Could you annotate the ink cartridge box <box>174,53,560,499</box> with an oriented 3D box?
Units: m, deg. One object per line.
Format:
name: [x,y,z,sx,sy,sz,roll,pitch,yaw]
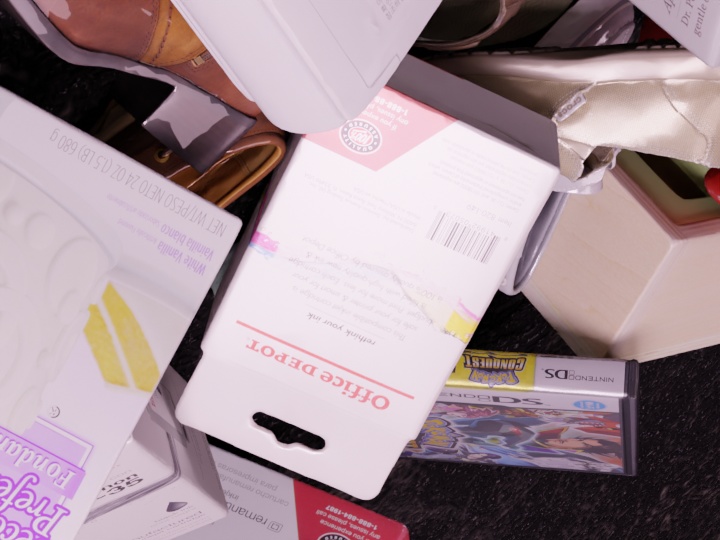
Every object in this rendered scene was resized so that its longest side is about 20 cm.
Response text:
ink cartridge box: [0.000,0.000,0.983,0.068,0.116,0.200,-84,-159,-66]

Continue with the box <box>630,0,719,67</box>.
box: [0.216,-0.230,0.966,0.200,0.131,0.199,-21,141,-30]

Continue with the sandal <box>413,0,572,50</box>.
sandal: [0.036,-0.134,0.984,0.201,0.057,0.080,-1,133,-48]

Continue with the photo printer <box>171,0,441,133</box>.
photo printer: [-0.028,-0.175,0.764,0.167,0.069,0.200,-58,137,-20]

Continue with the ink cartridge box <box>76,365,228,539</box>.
ink cartridge box: [-0.161,0.091,0.984,0.146,0.083,0.200,-22,162,3]

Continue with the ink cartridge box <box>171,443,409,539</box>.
ink cartridge box: [-0.077,0.219,1.171,0.083,0.145,0.200,92,23,-54]

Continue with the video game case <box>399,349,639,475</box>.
video game case: [0.075,0.085,1.219,0.180,0.026,0.200,3,162,9]

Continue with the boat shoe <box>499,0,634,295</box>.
boat shoe: [0.106,-0.066,1.110,0.072,0.068,0.200,-29,155,-53]

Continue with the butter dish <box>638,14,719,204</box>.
butter dish: [0.234,-0.095,1.104,0.199,0.200,0.148,-7,132,-43]

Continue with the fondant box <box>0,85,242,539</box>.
fondant box: [-0.158,0.034,0.843,0.200,0.144,0.058,-62,-173,-6]

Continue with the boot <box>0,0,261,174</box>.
boot: [-0.055,-0.160,0.837,0.200,0.068,0.188,-49,128,1]

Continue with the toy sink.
toy sink: [0.190,-0.036,1.220,0.200,0.130,0.112,-9,139,-41]

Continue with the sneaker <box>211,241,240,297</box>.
sneaker: [-0.018,0.006,1.117,0.118,0.074,0.200,-27,161,9]

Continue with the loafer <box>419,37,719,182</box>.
loafer: [0.097,-0.078,1.019,0.076,0.200,0.068,-19,107,-66]

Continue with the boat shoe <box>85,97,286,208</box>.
boat shoe: [-0.119,-0.021,0.955,0.200,0.068,0.072,-41,151,4]
